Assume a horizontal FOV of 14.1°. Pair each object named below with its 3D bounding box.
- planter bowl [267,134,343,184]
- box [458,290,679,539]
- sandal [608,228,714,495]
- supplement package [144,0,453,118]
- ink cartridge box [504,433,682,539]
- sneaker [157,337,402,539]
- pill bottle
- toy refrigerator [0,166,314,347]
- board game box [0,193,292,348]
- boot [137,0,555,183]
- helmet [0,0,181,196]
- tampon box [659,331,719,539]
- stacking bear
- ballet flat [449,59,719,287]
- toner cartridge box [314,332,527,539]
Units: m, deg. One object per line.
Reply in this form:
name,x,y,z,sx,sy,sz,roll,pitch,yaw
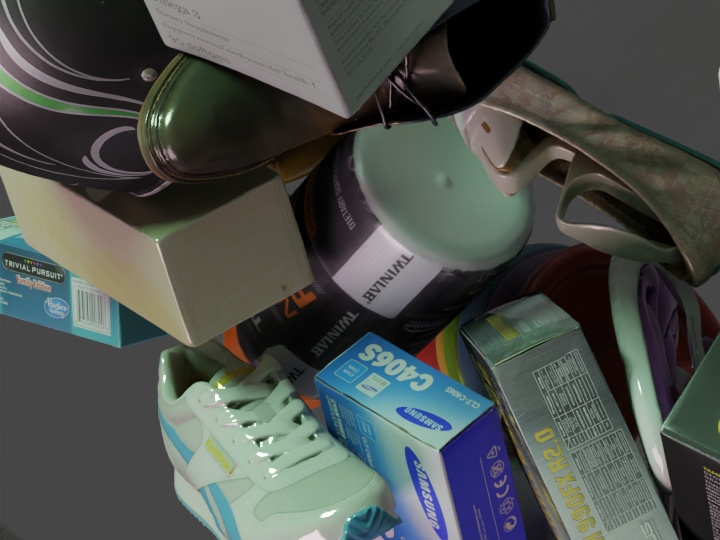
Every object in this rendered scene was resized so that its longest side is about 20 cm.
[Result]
planter bowl,-0.066,-0.104,1.557,0.200,0.084,0.201,33,163,12
box,0.116,0.115,1.406,0.158,0.048,0.201,-119,4,-83
sandal,0.152,0.030,1.406,0.203,0.049,0.083,-87,-22,-60
supplement package,-0.040,-0.183,1.223,0.117,0.117,0.200,24,153,36
ink cartridge box,0.132,0.141,1.630,0.199,0.085,0.146,3,-173,-39
sneaker,-0.049,0.092,1.454,0.200,0.076,0.081,23,131,58
pill bottle,0.000,0.000,1.524,0.106,0.106,0.200,38,139,-4
toy refrigerator,-0.109,-0.028,1.500,0.200,0.076,0.070,28,141,54
board game box,-0.116,-0.009,1.722,0.150,0.199,0.047,13,110,43
boot,-0.004,-0.095,1.312,0.097,0.200,0.075,1,116,51
helmet,-0.144,-0.146,1.395,0.190,0.201,0.200,32,165,-19
tampon box,0.232,0.080,1.337,0.126,0.150,0.200,26,160,22
stacking bear,0.091,0.043,1.590,0.114,0.121,0.200,55,161,-11
ballet flat,0.097,-0.055,1.402,0.199,0.062,0.068,28,160,26
toner cartridge box,0.040,0.134,1.485,0.095,0.043,0.201,28,144,41
